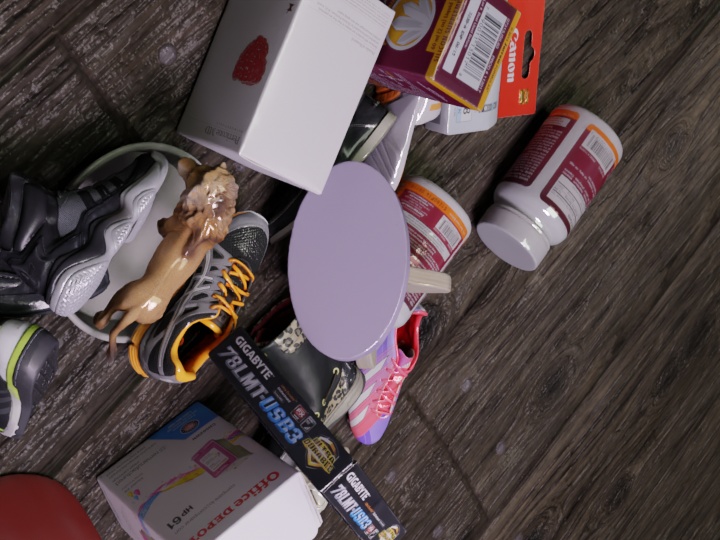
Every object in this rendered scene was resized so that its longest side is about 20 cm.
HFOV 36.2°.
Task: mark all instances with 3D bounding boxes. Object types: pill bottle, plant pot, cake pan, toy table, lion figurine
[{"bbox_3d":[0.034,-0.004,1.289,0.201,0.109,0.110,-52,133,-14],"label":"pill bottle"},{"bbox_3d":[-0.310,0.325,1.053,0.198,0.176,0.204,-18,118,-37],"label":"plant pot"},{"bbox_3d":[0.245,-0.107,1.441,0.201,0.113,0.114,-52,133,-14],"label":"pill bottle"},{"bbox_3d":[-0.225,-0.030,1.092,0.198,0.036,0.204,-18,117,-37],"label":"cake pan"},{"bbox_3d":[0.000,0.000,1.169,0.117,0.181,0.203,43,59,-72],"label":"toy table"},{"bbox_3d":[-0.179,-0.006,1.021,0.072,0.122,0.203,28,76,-17],"label":"lion figurine"}]

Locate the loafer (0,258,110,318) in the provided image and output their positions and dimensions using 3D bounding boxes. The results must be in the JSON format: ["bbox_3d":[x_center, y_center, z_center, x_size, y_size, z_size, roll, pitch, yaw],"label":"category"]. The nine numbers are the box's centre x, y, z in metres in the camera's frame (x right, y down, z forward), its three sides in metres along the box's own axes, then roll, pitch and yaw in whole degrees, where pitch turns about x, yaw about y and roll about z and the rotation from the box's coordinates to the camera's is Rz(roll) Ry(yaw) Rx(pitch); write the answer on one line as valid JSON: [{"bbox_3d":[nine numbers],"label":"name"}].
[{"bbox_3d":[-0.322,0.005,0.973,0.197,0.068,0.072,-7,103,-20],"label":"loafer"}]

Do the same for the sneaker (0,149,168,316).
[{"bbox_3d":[-0.252,-0.060,0.973,0.113,0.076,0.201,32,46,-7],"label":"sneaker"}]

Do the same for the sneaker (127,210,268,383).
[{"bbox_3d":[-0.148,0.031,1.108,0.078,0.077,0.202,42,75,-42],"label":"sneaker"}]

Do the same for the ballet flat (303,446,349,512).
[{"bbox_3d":[-0.081,0.275,1.318,0.198,0.069,0.071,-21,119,-32],"label":"ballet flat"}]

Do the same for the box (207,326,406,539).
[{"bbox_3d":[-0.051,0.174,1.096,0.050,0.200,0.199,-40,145,-8],"label":"box"}]

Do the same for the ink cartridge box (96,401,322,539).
[{"bbox_3d":[-0.158,0.240,1.143,0.144,0.199,0.086,-36,128,-26],"label":"ink cartridge box"}]

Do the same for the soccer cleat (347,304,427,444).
[{"bbox_3d":[0.033,0.126,1.361,0.066,0.076,0.204,2,104,-42],"label":"soccer cleat"}]

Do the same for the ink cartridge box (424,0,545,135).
[{"bbox_3d":[0.168,-0.259,1.358,0.198,0.047,0.163,-12,114,-37],"label":"ink cartridge box"}]

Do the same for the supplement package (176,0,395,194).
[{"bbox_3d":[-0.076,-0.200,1.106,0.119,0.120,0.203,22,90,-45],"label":"supplement package"}]

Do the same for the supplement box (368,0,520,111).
[{"bbox_3d":[0.055,-0.249,1.151,0.085,0.199,0.112,23,91,-43],"label":"supplement box"}]

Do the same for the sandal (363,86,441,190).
[{"bbox_3d":[0.055,-0.184,1.269,0.059,0.079,0.210,-2,116,-43],"label":"sandal"}]

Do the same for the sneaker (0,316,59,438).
[{"bbox_3d":[-0.321,0.085,0.990,0.082,0.200,0.072,27,56,-6],"label":"sneaker"}]

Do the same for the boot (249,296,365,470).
[{"bbox_3d":[-0.097,0.145,1.258,0.204,0.073,0.155,-47,127,-18],"label":"boot"}]

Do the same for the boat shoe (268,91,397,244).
[{"bbox_3d":[-0.045,-0.115,1.219,0.067,0.072,0.201,40,83,-4],"label":"boat shoe"}]
